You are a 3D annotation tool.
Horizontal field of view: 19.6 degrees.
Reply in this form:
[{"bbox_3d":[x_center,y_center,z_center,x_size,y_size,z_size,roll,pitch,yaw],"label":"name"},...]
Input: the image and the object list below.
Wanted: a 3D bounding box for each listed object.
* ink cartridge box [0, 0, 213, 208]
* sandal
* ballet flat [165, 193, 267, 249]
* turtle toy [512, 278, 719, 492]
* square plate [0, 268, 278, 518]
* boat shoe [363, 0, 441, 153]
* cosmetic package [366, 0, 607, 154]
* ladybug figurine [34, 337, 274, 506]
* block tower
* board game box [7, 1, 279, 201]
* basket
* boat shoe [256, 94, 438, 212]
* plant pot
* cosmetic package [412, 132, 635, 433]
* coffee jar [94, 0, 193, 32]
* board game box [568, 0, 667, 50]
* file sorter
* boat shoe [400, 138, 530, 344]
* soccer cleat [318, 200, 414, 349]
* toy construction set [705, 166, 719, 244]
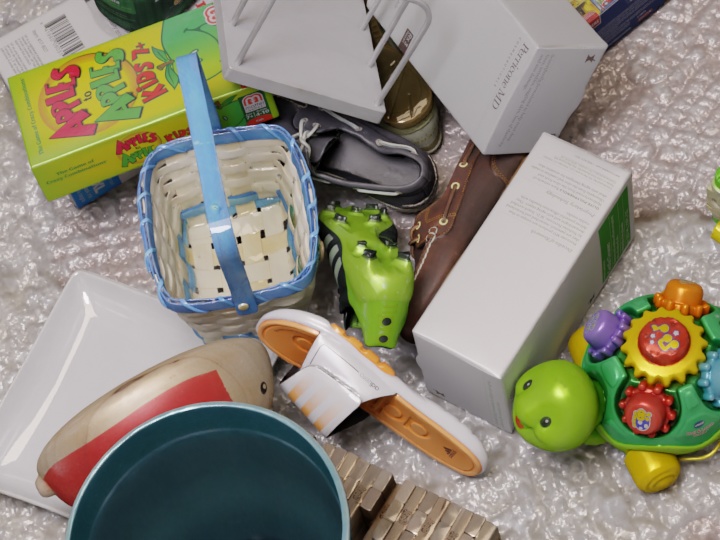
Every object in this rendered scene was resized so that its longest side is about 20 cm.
[{"bbox_3d":[-0.196,-0.170,1.779,0.199,0.084,0.146,-30,61,-7],"label":"ink cartridge box"},{"bbox_3d":[0.001,0.104,1.567,0.206,0.079,0.059,34,62,4],"label":"sandal"},{"bbox_3d":[-0.089,-0.079,1.738,0.200,0.046,0.067,-39,83,-5],"label":"ballet flat"},{"bbox_3d":[0.208,0.082,1.555,0.199,0.101,0.146,-24,60,-3],"label":"turtle toy"},{"bbox_3d":[-0.187,0.114,1.655,0.197,0.028,0.201,19,67,19],"label":"square plate"},{"bbox_3d":[0.004,-0.177,1.769,0.073,0.063,0.201,-37,55,-5],"label":"boat shoe"},{"bbox_3d":[0.099,-0.198,1.682,0.081,0.113,0.200,-3,42,-36],"label":"cosmetic package"},{"bbox_3d":[-0.148,0.124,1.551,0.199,0.136,0.072,-30,70,-5],"label":"ladybug figurine"},{"bbox_3d":[0.015,0.183,1.563,0.199,0.054,0.058,26,70,22],"label":"block tower"},{"bbox_3d":[-0.176,-0.140,1.678,0.199,0.048,0.102,-20,55,-1],"label":"board game box"},{"bbox_3d":[-0.103,-0.048,1.598,0.138,0.200,0.177,-14,62,4],"label":"basket"},{"bbox_3d":[-0.030,-0.107,1.685,0.199,0.063,0.073,23,84,7],"label":"boat shoe"},{"bbox_3d":[-0.089,0.225,1.483,0.198,0.188,0.201,-5,60,8],"label":"plant pot"},{"bbox_3d":[0.128,0.009,1.607,0.084,0.108,0.201,26,71,20],"label":"cosmetic package"},{"bbox_3d":[-0.187,-0.288,1.678,0.085,0.200,0.104,31,70,24],"label":"coffee jar"},{"bbox_3d":[0.162,-0.277,1.784,0.200,0.062,0.200,-39,63,-11],"label":"board game box"},{"bbox_3d":[-0.032,-0.244,1.662,0.138,0.125,0.201,13,43,-24],"label":"file sorter"},{"bbox_3d":[0.075,-0.025,1.659,0.070,0.071,0.200,26,60,15],"label":"boat shoe"},{"bbox_3d":[0.000,0.000,1.628,0.067,0.082,0.200,5,17,-10],"label":"soccer cleat"},{"bbox_3d":[0.349,-0.043,1.610,0.199,0.092,0.131,31,70,35],"label":"toy construction set"}]
